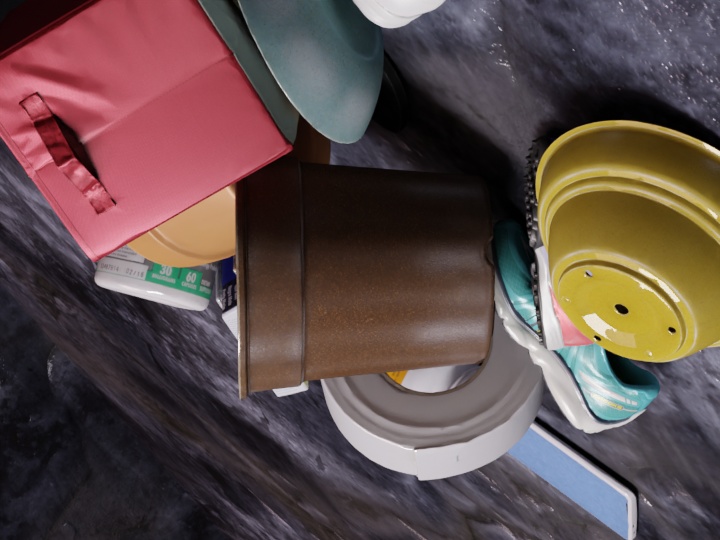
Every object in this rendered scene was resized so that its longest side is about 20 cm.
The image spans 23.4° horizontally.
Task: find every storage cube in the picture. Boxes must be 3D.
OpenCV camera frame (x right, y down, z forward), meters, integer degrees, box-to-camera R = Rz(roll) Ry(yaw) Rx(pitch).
[{"bbox_3d":[-0.162,-0.144,1.307,0.171,0.180,0.200,57,-166,-20],"label":"storage cube"}]

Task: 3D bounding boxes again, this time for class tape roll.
[{"bbox_3d":[0.062,0.074,1.501,0.202,0.202,0.071,36,161,20],"label":"tape roll"}]

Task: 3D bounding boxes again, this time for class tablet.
[{"bbox_3d":[0.204,0.199,1.800,0.200,0.014,0.130,36,162,24],"label":"tablet"}]

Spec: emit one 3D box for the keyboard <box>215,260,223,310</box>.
[{"bbox_3d":[-0.138,-0.036,1.770,0.056,0.011,0.200,69,-168,-52],"label":"keyboard"}]

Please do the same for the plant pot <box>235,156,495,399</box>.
[{"bbox_3d":[0.000,0.000,1.374,0.198,0.201,0.200,-1,161,-4],"label":"plant pot"}]

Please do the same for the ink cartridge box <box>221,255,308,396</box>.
[{"bbox_3d":[-0.108,-0.006,1.759,0.200,0.041,0.200,63,-163,-45],"label":"ink cartridge box"}]

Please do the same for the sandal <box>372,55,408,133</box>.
[{"bbox_3d":[-0.028,-0.179,1.357,0.075,0.048,0.201,20,151,50],"label":"sandal"}]

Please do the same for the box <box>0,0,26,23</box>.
[{"bbox_3d":[-0.263,-0.243,1.466,0.122,0.200,0.106,40,163,8],"label":"box"}]

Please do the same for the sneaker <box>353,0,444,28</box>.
[{"bbox_3d":[-0.007,-0.252,1.131,0.200,0.075,0.088,45,148,-18],"label":"sneaker"}]

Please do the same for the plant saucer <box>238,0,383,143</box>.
[{"bbox_3d":[-0.027,-0.188,1.205,0.039,0.201,0.201,-21,125,21],"label":"plant saucer"}]

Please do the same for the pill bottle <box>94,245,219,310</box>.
[{"bbox_3d":[-0.177,-0.070,1.655,0.113,0.200,0.113,13,176,1],"label":"pill bottle"}]

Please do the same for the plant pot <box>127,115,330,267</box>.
[{"bbox_3d":[-0.121,-0.106,1.528,0.140,0.200,0.200,-4,133,46],"label":"plant pot"}]

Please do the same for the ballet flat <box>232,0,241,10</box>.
[{"bbox_3d":[-0.073,-0.216,1.283,0.200,0.069,0.063,65,176,-17],"label":"ballet flat"}]

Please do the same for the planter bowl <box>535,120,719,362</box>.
[{"bbox_3d":[0.190,0.001,1.164,0.200,0.083,0.201,25,146,18],"label":"planter bowl"}]

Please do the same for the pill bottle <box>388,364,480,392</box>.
[{"bbox_3d":[0.047,0.095,1.733,0.200,0.111,0.111,33,160,30],"label":"pill bottle"}]

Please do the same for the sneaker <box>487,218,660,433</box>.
[{"bbox_3d":[0.172,0.037,1.420,0.080,0.078,0.200,-31,99,34],"label":"sneaker"}]

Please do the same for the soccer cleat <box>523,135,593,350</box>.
[{"bbox_3d":[0.163,-0.022,1.306,0.068,0.073,0.200,-92,-6,-49],"label":"soccer cleat"}]
